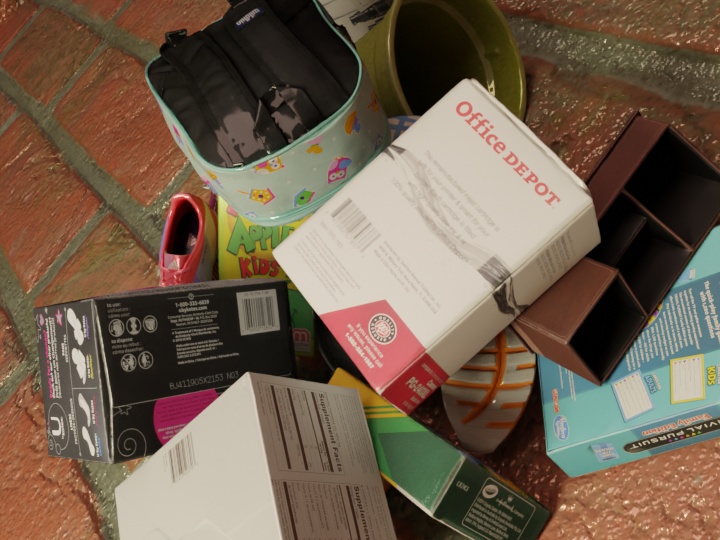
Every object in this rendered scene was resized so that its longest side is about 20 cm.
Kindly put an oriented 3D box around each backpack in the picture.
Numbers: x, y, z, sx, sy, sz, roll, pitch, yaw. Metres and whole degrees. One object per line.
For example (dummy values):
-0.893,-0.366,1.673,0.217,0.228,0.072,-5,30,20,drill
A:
-0.070,-0.132,0.791,0.174,0.154,0.200,-32,44,-7,backpack

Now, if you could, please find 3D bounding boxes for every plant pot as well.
0.048,-0.194,1.006,0.183,0.200,0.203,-12,49,50,plant pot

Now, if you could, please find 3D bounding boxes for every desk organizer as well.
0.200,-0.018,0.714,0.201,0.072,0.077,-53,39,-8,desk organizer

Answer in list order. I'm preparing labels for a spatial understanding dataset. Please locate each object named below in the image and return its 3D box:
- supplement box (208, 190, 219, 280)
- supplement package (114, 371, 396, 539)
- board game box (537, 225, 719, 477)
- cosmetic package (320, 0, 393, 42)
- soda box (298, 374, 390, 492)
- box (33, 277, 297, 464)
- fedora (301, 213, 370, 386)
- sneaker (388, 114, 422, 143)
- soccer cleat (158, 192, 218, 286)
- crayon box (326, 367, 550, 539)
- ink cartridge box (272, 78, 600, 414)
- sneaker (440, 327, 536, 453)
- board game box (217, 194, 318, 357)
-0.105,-0.058,1.011,0.086,0.109,0.203,43,122,53,supplement box
-0.083,0.197,0.693,0.200,0.110,0.158,-40,51,34,supplement package
0.235,0.058,0.709,0.198,0.047,0.153,-23,44,28,board game box
0.037,-0.297,1.074,0.149,0.200,0.052,-10,50,38,cosmetic package
-0.054,0.160,0.875,0.064,0.068,0.200,-56,38,3,soda box
-0.166,0.081,0.805,0.114,0.198,0.135,-8,88,44,box
0.000,0.000,0.812,0.199,0.091,0.203,-28,48,35,fedora
0.082,-0.098,0.864,0.073,0.196,0.073,-96,15,-64,sneaker
-0.178,0.022,0.915,0.067,0.073,0.203,0,72,10,soccer cleat
0.043,0.148,0.748,0.199,0.125,0.052,26,81,51,crayon box
0.058,-0.018,0.683,0.199,0.083,0.146,-41,61,2,ink cartridge box
0.115,0.061,0.801,0.077,0.077,0.203,5,65,11,sneaker
-0.090,-0.019,0.928,0.100,0.203,0.048,4,18,7,board game box
